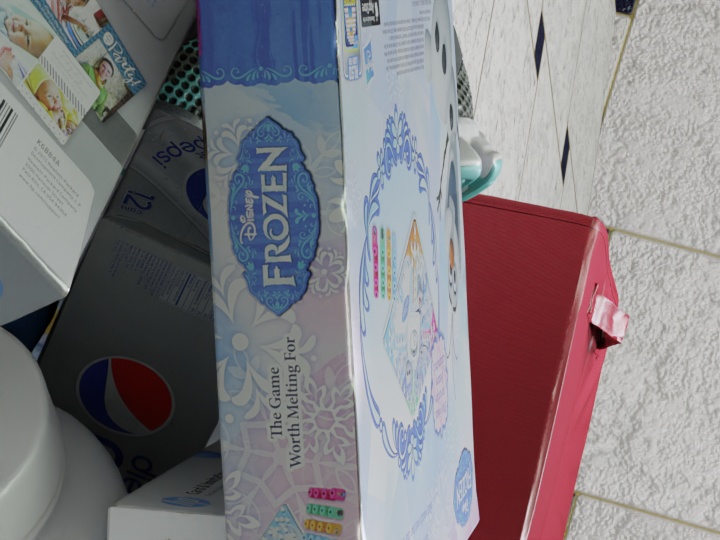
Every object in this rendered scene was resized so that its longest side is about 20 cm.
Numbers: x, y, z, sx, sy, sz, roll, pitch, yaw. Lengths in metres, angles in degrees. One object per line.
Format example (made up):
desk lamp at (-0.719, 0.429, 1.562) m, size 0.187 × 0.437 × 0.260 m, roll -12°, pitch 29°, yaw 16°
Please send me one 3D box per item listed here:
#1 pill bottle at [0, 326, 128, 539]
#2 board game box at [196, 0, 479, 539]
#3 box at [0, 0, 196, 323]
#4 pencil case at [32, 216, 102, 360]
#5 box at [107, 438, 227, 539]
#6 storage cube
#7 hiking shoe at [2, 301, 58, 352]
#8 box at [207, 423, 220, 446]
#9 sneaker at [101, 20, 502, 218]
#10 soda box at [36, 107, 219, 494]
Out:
pill bottle at (-0.118, 0.107, 0.748) m, size 0.200 × 0.111 × 0.112 m, roll 83°, pitch 17°, yaw -49°
board game box at (-0.002, 0.003, 0.737) m, size 0.200 × 0.043 × 0.200 m, roll -32°, pitch 118°, yaw -77°
box at (-0.108, -0.106, 0.641) m, size 0.156 × 0.041 × 0.200 m, roll 49°, pitch 39°, yaw -26°
pencil case at (-0.078, -0.047, 0.946) m, size 0.083 × 0.090 × 0.201 m, roll 122°, pitch -20°, yaw -70°
box at (-0.038, 0.135, 0.779) m, size 0.200 × 0.041 × 0.156 m, roll -28°, pitch 122°, yaw -79°
storage cube at (0.032, 0.063, 1.289) m, size 0.171 × 0.199 × 0.180 m, roll 61°, pitch 43°, yaw -72°
hiking shoe at (-0.125, -0.024, 0.741) m, size 0.200 × 0.074 × 0.087 m, roll 78°, pitch 20°, yaw -57°
box at (-0.032, 0.128, 1.005) m, size 0.200 × 0.036 × 0.145 m, roll 30°, pitch 47°, yaw -37°
sneaker at (-0.049, -0.066, 0.877) m, size 0.078 × 0.199 × 0.092 m, roll 144°, pitch -57°, yaw -63°
soda box at (-0.082, 0.046, 0.832) m, size 0.068 × 0.063 × 0.200 m, roll -72°, pitch -172°, yaw -53°
